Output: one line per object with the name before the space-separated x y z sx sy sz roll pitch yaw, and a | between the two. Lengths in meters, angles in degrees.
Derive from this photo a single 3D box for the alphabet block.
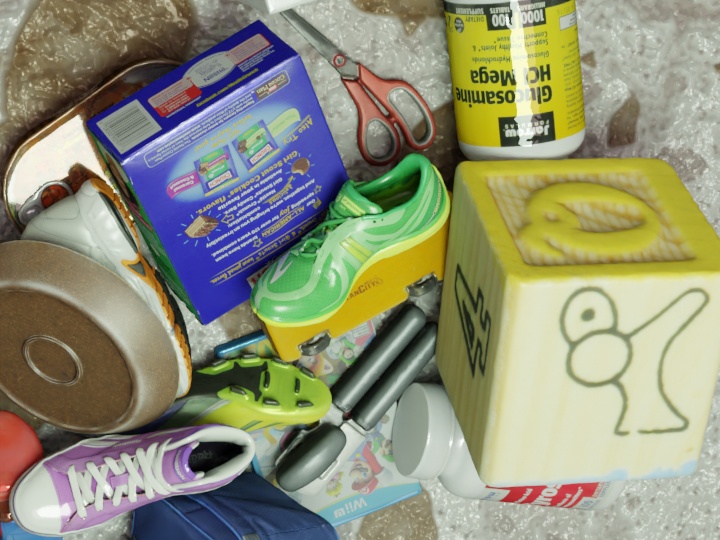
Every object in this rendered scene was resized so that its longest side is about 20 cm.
alphabet block | 0.178 0.039 1.453 0.195 0.196 0.200 -2 122 -13

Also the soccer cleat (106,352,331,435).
soccer cleat | -0.126 0.121 1.538 0.200 0.065 0.084 -3 135 -6

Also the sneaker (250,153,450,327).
sneaker | -0.015 -0.030 1.445 0.200 0.074 0.084 -39 141 -20

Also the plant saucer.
plant saucer | -0.243 0.064 1.437 0.200 0.035 0.200 13 132 15

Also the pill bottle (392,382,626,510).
pill bottle | 0.136 0.154 1.600 0.200 0.112 0.112 8 102 -20

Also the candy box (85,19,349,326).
candy box | -0.106 -0.077 1.448 0.169 0.077 0.200 -32 134 -11

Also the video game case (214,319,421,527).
video game case | -0.036 0.137 1.597 0.143 0.018 0.200 -20 109 -11

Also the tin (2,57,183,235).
tin | -0.206 -0.096 1.474 0.200 0.042 0.112 -35 107 -5

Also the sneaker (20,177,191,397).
sneaker | -0.208 0.025 1.460 0.092 0.076 0.200 -25 108 4

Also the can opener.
can opener | 0.002 0.120 1.563 0.053 0.066 0.200 41 85 -20

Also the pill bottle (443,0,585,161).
pill bottle | 0.135 -0.158 1.518 0.112 0.112 0.200 -12 107 -13

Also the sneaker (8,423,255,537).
sneaker | -0.182 0.161 1.426 0.200 0.114 0.073 -16 86 -19

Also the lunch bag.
lunch bag | -0.124 0.256 1.513 0.132 0.200 0.136 -2 104 -35

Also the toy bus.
toy bus | 0.000 0.000 1.531 0.200 0.078 0.065 -29 116 -11

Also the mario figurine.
mario figurine | -0.289 0.203 1.523 0.123 0.106 0.200 -37 128 -41

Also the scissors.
scissors | -0.006 -0.178 1.526 0.073 0.014 0.200 -34 110 -3

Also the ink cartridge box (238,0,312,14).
ink cartridge box | -0.017 -0.310 1.414 0.200 0.146 0.147 -20 109 -11
